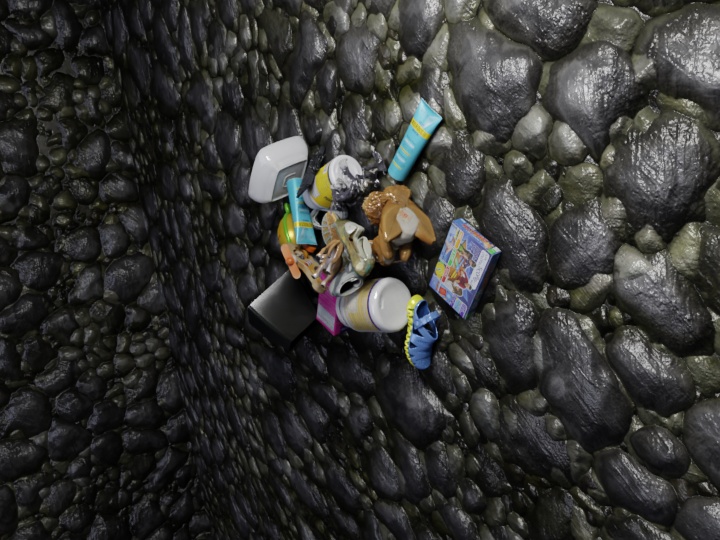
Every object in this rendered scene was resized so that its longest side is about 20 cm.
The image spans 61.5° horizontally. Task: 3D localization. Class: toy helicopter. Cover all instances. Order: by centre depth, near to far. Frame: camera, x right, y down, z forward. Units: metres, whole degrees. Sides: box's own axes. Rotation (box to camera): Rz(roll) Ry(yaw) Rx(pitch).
[{"bbox_3d":[-0.162,-0.011,1.762,0.079,0.131,0.201,-49,58,19],"label":"toy helicopter"}]

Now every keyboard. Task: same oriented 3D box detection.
[{"bbox_3d":[-0.146,-0.301,1.739,0.039,0.202,0.104,34,130,-20],"label":"keyboard"}]

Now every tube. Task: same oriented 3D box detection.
[{"bbox_3d":[0.129,-0.310,1.468,0.078,0.050,0.202,47,133,20],"label":"tube"},{"bbox_3d":[-0.179,-0.172,1.802,0.050,0.076,0.204,-28,69,47],"label":"tube"}]

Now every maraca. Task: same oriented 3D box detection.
[{"bbox_3d":[-0.208,-0.127,1.918,0.138,0.105,0.203,58,-163,-45],"label":"maraca"}]

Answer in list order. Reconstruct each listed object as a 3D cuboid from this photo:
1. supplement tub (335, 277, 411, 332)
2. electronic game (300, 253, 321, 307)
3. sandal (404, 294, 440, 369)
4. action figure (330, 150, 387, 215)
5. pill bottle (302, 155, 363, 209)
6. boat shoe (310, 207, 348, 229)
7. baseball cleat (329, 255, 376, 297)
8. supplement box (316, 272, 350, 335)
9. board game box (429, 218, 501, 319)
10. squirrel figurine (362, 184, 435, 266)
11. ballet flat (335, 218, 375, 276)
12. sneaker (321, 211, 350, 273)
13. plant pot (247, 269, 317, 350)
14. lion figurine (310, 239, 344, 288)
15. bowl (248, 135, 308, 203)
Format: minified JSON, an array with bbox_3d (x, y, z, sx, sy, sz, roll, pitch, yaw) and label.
[{"bbox_3d":[0.034,0.097,1.680,0.198,0.144,0.149,-6,100,54],"label":"supplement tub"},{"bbox_3d":[-0.152,0.033,1.993,0.199,0.041,0.203,39,140,42],"label":"electronic game"},{"bbox_3d":[0.167,0.171,1.591,0.086,0.079,0.204,16,118,45],"label":"sandal"},{"bbox_3d":[-0.025,-0.228,1.570,0.102,0.199,0.119,47,149,6],"label":"action figure"},{"bbox_3d":[-0.085,-0.243,1.728,0.199,0.110,0.114,-20,88,55],"label":"pill bottle"},{"bbox_3d":[-0.118,-0.166,1.842,0.199,0.066,0.075,-16,91,55],"label":"boat shoe"},{"bbox_3d":[0.000,0.000,1.653,0.070,0.201,0.106,45,164,-24],"label":"baseball cleat"},{"bbox_3d":[-0.061,0.079,1.839,0.103,0.100,0.203,39,134,37],"label":"supplement box"},{"bbox_3d":[0.245,-0.002,1.441,0.135,0.034,0.203,46,137,32],"label":"board game box"},{"bbox_3d":[0.080,-0.113,1.568,0.187,0.139,0.204,128,132,-61],"label":"squirrel figurine"},{"bbox_3d":[-0.009,-0.076,1.572,0.071,0.069,0.202,116,143,-44],"label":"ballet flat"},{"bbox_3d":[-0.045,-0.079,1.757,0.075,0.087,0.204,-17,97,43],"label":"sneaker"},{"bbox_3d":[-0.246,0.147,2.026,0.177,0.200,0.200,44,160,7],"label":"plant pot"},{"bbox_3d":[-0.075,-0.033,1.627,0.072,0.123,0.200,38,152,0],"label":"lion figurine"},{"bbox_3d":[-0.241,-0.296,1.853,0.075,0.198,0.202,42,135,18],"label":"bowl"}]
